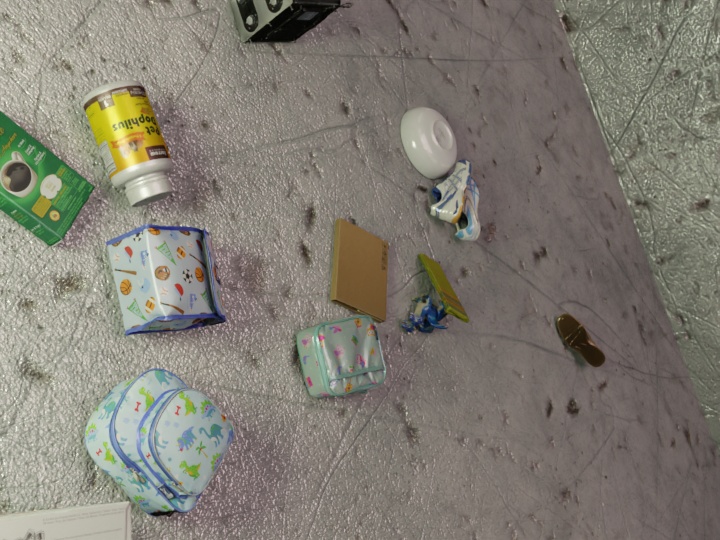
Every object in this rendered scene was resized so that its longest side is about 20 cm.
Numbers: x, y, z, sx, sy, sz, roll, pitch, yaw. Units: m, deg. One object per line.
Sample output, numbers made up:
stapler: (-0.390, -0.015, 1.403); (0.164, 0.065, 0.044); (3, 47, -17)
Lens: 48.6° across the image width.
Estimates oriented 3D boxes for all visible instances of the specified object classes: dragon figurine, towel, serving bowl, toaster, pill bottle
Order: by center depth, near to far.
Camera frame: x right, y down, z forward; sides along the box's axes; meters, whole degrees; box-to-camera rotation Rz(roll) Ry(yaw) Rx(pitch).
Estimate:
pill bottle: (-0.393, -0.216, 1.374); (0.109, 0.109, 0.201); (-22, 91, -50)
toaster: (-0.156, -0.583, 1.734); (0.199, 0.180, 0.119); (-20, 88, -49)
dragon figurine: (0.171, 0.117, 1.904); (0.199, 0.059, 0.100); (21, 60, -41)
towel: (0.200, 0.042, 1.936); (0.086, 0.018, 0.201); (32, 25, -42)
serving bowl: (0.194, -0.347, 2.116); (0.199, 0.066, 0.201); (20, 61, -41)

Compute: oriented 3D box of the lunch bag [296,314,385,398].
lunch bag: (-0.032, 0.180, 1.639); (0.199, 0.077, 0.161); (-6, 79, -49)

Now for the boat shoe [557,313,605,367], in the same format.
boat shoe: (0.661, 0.207, 2.415); (0.200, 0.072, 0.065); (46, 8, -10)

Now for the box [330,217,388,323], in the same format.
box: (0.000, 0.000, 1.790); (0.163, 0.021, 0.201); (25, 57, -39)

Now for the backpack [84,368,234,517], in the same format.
backpack: (-0.308, 0.258, 1.249); (0.200, 0.147, 0.183); (49, 42, -19)

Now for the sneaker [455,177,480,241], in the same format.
sneaker: (0.277, -0.174, 2.137); (0.072, 0.072, 0.201); (13, 60, -31)

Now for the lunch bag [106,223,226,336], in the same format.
lunch bag: (-0.311, 0.014, 1.369); (0.200, 0.123, 0.171); (4, 71, -62)

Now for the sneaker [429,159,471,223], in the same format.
sneaker: (0.235, -0.219, 2.088); (0.088, 0.075, 0.201); (15, 57, 4)

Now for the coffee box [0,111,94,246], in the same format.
coffee box: (-0.528, -0.146, 1.247); (0.200, 0.044, 0.123); (42, 47, -30)

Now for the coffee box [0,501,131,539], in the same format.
coffee box: (-0.427, 0.411, 1.013); (0.199, 0.197, 0.201); (9, 70, -47)
